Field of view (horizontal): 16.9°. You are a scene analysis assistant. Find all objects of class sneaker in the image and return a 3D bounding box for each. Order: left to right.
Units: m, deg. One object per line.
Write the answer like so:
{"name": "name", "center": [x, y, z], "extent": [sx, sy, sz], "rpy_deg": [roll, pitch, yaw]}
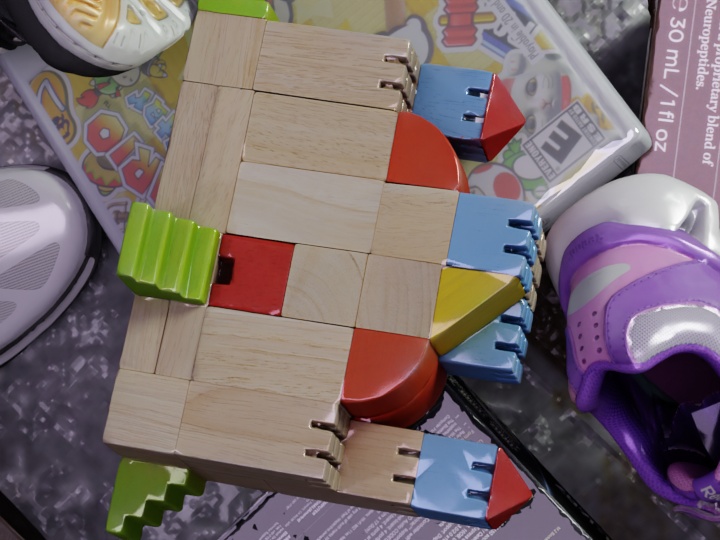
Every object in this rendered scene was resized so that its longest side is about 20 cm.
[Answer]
{"name": "sneaker", "center": [-0.195, 0.016, 0.889], "extent": [0.200, 0.115, 0.076], "rpy_deg": [-24, 83, 4]}
{"name": "sneaker", "center": [-0.117, -0.103, 0.868], "extent": [0.076, 0.200, 0.088], "rpy_deg": [36, 105, -27]}
{"name": "sneaker", "center": [0.140, 0.059, 0.829], "extent": [0.200, 0.089, 0.080], "rpy_deg": [38, 126, -17]}

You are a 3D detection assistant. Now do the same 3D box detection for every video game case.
{"name": "video game case", "center": [-0.021, -0.066, 0.885], "extent": [0.182, 0.023, 0.200], "rpy_deg": [-38, 68, 10]}

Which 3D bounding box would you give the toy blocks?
{"name": "toy blocks", "center": [0.000, 0.000, 0.808], "extent": [0.136, 0.100, 0.201], "rpy_deg": [8, 77, 12]}

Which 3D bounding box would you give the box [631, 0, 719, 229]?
{"name": "box", "center": [0.197, -0.040, 0.867], "extent": [0.199, 0.075, 0.100], "rpy_deg": [7, 87, 6]}

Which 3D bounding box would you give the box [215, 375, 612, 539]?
{"name": "box", "center": [0.007, 0.155, 0.869], "extent": [0.200, 0.086, 0.164], "rpy_deg": [-44, 82, 2]}

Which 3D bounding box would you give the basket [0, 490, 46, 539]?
{"name": "basket", "center": [-0.208, 0.146, 0.868], "extent": [0.200, 0.180, 0.136], "rpy_deg": [-44, 113, -6]}
